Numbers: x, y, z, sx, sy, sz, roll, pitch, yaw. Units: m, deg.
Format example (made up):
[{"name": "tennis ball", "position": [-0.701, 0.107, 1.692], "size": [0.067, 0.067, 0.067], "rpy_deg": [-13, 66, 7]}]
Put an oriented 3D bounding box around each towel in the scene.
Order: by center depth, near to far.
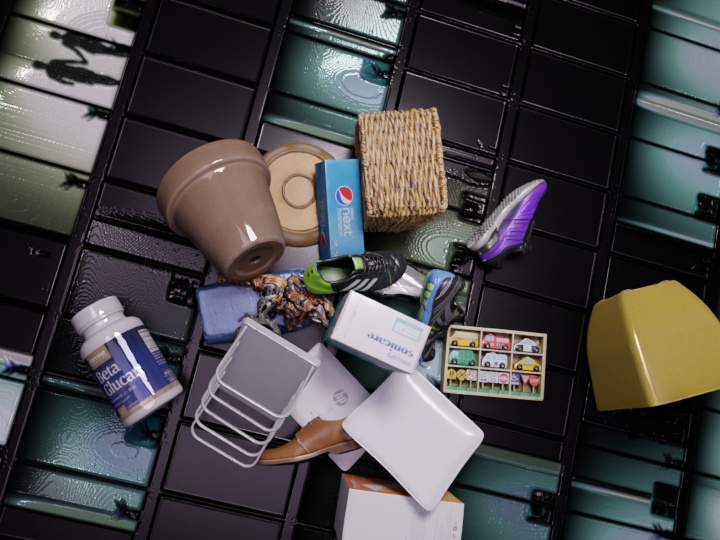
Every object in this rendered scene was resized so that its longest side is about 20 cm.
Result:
[{"name": "towel", "position": [-0.189, 0.065, 1.061], "size": [0.196, 0.049, 0.114], "rpy_deg": [-9, 84, -10]}]

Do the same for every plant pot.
[{"name": "plant pot", "position": [-0.213, -0.082, 0.978], "size": [0.198, 0.201, 0.176], "rpy_deg": [-29, 69, -10]}, {"name": "plant pot", "position": [0.534, 0.134, 1.088], "size": [0.191, 0.196, 0.203], "rpy_deg": [-11, 75, -9]}, {"name": "plant pot", "position": [-0.115, -0.147, 1.108], "size": [0.196, 0.027, 0.204], "rpy_deg": [1, 82, -8]}]

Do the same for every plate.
[{"name": "plate", "position": [0.092, 0.283, 1.026], "size": [0.199, 0.033, 0.199], "rpy_deg": [41, 46, 14]}]

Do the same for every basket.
[{"name": "basket", "position": [0.069, -0.175, 1.076], "size": [0.146, 0.143, 0.204], "rpy_deg": [-5, 78, -6]}]

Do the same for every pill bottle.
[{"name": "pill bottle", "position": [-0.396, 0.149, 0.990], "size": [0.110, 0.111, 0.202], "rpy_deg": [-33, 88, -10]}]

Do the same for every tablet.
[{"name": "tablet", "position": [-0.051, 0.247, 1.075], "size": [0.130, 0.014, 0.200], "rpy_deg": [-44, 91, -11]}]

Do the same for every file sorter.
[{"name": "file sorter", "position": [-0.178, 0.207, 0.952], "size": [0.138, 0.201, 0.125], "rpy_deg": [31, 43, -2]}]

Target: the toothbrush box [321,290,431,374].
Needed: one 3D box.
[{"name": "toothbrush box", "position": [0.020, 0.109, 1.007], "size": [0.145, 0.200, 0.086], "rpy_deg": [25, 81, -3]}]

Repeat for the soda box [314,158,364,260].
[{"name": "soda box", "position": [-0.037, -0.096, 1.070], "size": [0.067, 0.064, 0.204], "rpy_deg": [-5, 96, -21]}]

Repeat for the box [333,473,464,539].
[{"name": "box", "position": [0.062, 0.422, 1.013], "size": [0.196, 0.124, 0.099], "rpy_deg": [10, 81, -7]}]

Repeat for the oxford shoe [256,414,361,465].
[{"name": "oxford shoe", "position": [-0.089, 0.298, 1.035], "size": [0.197, 0.071, 0.072], "rpy_deg": [-15, 73, -1]}]

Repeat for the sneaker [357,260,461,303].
[{"name": "sneaker", "position": [0.095, 0.018, 1.095], "size": [0.197, 0.074, 0.081], "rpy_deg": [8, 77, -7]}]

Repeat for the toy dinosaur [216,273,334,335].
[{"name": "toy dinosaur", "position": [-0.148, 0.058, 1.009], "size": [0.197, 0.103, 0.137], "rpy_deg": [12, 57, 16]}]

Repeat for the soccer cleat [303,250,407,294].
[{"name": "soccer cleat", "position": [0.000, 0.000, 1.006], "size": [0.197, 0.081, 0.069], "rpy_deg": [-10, 74, -24]}]

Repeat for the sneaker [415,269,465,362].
[{"name": "sneaker", "position": [0.139, 0.089, 1.041], "size": [0.081, 0.071, 0.202], "rpy_deg": [6, 126, -4]}]

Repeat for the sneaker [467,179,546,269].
[{"name": "sneaker", "position": [0.302, -0.083, 1.142], "size": [0.100, 0.070, 0.200], "rpy_deg": [45, 83, -7]}]

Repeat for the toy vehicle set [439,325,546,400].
[{"name": "toy vehicle set", "position": [0.252, 0.175, 1.119], "size": [0.196, 0.027, 0.127], "rpy_deg": [6, 82, -7]}]
